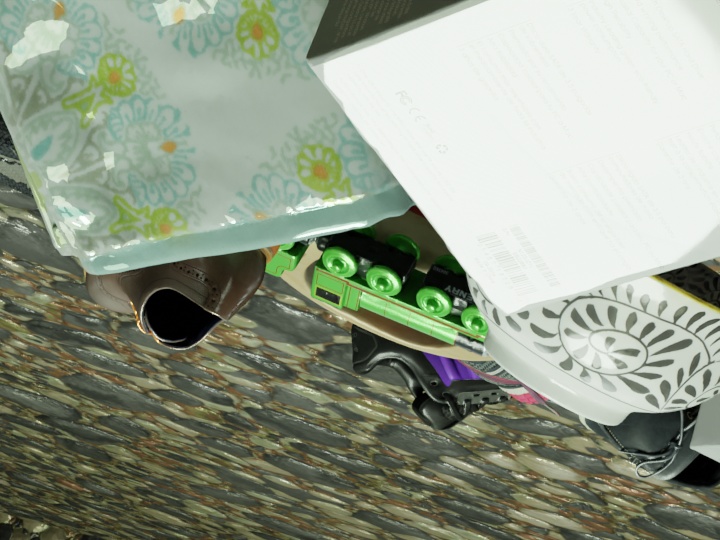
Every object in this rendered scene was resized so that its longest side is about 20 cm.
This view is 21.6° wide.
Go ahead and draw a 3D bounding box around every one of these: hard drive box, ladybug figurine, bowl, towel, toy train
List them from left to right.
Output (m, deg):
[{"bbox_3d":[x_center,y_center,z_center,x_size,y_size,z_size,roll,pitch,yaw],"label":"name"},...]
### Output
[{"bbox_3d":[-0.085,-0.090,0.888,0.200,0.048,0.171,-10,113,26],"label":"towel"},{"bbox_3d":[0.000,0.000,1.120,0.200,0.042,0.056,23,139,9],"label":"toy train"},{"bbox_3d":[0.023,-0.011,1.202,0.200,0.072,0.136,28,153,-15],"label":"ladybug figurine"},{"bbox_3d":[0.128,0.023,1.032,0.201,0.094,0.201,28,-170,-5],"label":"bowl"},{"bbox_3d":[0.107,-0.079,0.734,0.200,0.077,0.156,-16,128,33],"label":"hard drive box"}]

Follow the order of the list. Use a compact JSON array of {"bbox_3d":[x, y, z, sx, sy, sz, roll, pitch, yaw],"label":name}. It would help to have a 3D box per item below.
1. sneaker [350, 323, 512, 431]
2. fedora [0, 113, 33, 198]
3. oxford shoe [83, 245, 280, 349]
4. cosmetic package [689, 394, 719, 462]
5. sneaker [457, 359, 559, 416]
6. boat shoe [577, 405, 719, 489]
[{"bbox_3d":[0.084,0.076,1.380,0.200,0.100,0.070,19,165,-3],"label":"sneaker"},{"bbox_3d":[-0.176,-0.092,1.125,0.200,0.092,0.201,17,164,5],"label":"fedora"},{"bbox_3d":[-0.121,0.008,1.118,0.071,0.073,0.200,29,158,-22],"label":"oxford shoe"},{"bbox_3d":[0.327,0.104,1.269,0.102,0.074,0.200,26,161,-22],"label":"cosmetic package"},{"bbox_3d":[0.131,0.046,1.249,0.075,0.081,0.200,25,155,-24],"label":"sneaker"},{"bbox_3d":[0.223,0.116,1.389,0.200,0.075,0.062,33,-163,-53],"label":"boat shoe"}]
